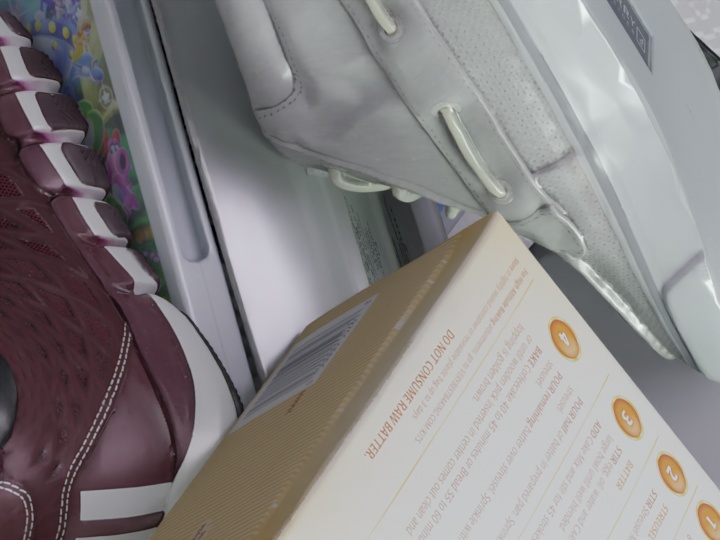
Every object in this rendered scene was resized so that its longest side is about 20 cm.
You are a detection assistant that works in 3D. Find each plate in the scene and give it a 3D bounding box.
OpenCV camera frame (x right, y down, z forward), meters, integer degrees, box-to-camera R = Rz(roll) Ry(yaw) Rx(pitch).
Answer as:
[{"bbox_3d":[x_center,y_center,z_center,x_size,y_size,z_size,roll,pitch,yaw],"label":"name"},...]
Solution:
[{"bbox_3d":[0.000,0.000,0.839,0.200,0.032,0.200,10,63,-77],"label":"plate"}]

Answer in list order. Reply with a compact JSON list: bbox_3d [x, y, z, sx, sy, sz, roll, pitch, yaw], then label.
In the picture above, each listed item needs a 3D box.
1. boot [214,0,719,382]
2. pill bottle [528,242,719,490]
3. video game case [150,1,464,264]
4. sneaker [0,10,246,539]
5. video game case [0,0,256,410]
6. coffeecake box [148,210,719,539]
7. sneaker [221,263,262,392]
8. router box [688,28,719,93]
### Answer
[{"bbox_3d":[0.032,-0.040,0.750,0.200,0.095,0.074,58,28,-33],"label":"boot"},{"bbox_3d":[0.101,0.028,0.907,0.200,0.108,0.109,-3,75,-74],"label":"pill bottle"},{"bbox_3d":[-0.022,-0.091,0.964,0.182,0.023,0.200,49,51,-14],"label":"video game case"},{"bbox_3d":[-0.120,-0.005,0.729,0.115,0.076,0.200,-8,49,-44],"label":"sneaker"},{"bbox_3d":[-0.097,-0.029,0.802,0.018,0.143,0.201,-10,81,-41],"label":"video game case"},{"bbox_3d":[0.044,0.113,0.686,0.200,0.073,0.154,51,36,-11],"label":"coffeecake box"},{"bbox_3d":[-0.017,0.095,0.889,0.082,0.074,0.201,41,27,-73],"label":"sneaker"},{"bbox_3d":[0.009,-0.105,0.858,0.150,0.200,0.062,39,97,-23],"label":"router box"}]
